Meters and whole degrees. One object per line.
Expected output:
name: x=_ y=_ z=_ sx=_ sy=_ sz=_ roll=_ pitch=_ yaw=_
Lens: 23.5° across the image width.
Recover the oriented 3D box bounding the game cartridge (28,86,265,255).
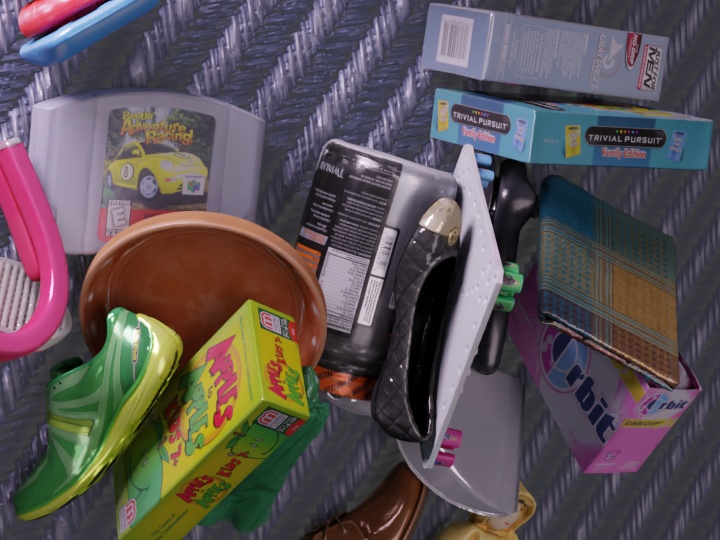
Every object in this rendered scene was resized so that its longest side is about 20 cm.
game cartridge: x=-0.170 y=-0.079 z=1.388 sx=0.198 sy=0.041 sz=0.135 roll=0 pitch=99 yaw=-32

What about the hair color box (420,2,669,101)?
hair color box: x=0.163 y=-0.192 z=1.526 sx=0.198 sy=0.099 sz=0.061 roll=2 pitch=101 yaw=-32

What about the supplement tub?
supplement tub: x=0.000 y=0.000 z=1.461 sx=0.122 sy=0.122 sz=0.202 roll=13 pitch=96 yaw=-33

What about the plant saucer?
plant saucer: x=-0.125 y=0.034 z=1.387 sx=0.198 sy=0.032 sz=0.202 roll=2 pitch=129 yaw=2

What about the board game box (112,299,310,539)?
board game box: x=-0.123 y=0.126 z=1.370 sx=0.047 sy=0.102 sz=0.200 roll=23 pitch=127 yaw=-32

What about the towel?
towel: x=0.215 y=0.007 z=1.510 sx=0.146 sy=0.201 sz=0.022 roll=28 pitch=127 yaw=-13

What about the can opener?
can opener: x=0.123 y=-0.005 z=1.573 sx=0.078 sy=0.063 sz=0.202 roll=4 pitch=94 yaw=12

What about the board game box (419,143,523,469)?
board game box: x=0.082 y=0.030 z=1.441 sx=0.026 sy=0.201 sz=0.201 roll=10 pitch=123 yaw=-12

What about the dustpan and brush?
dustpan and brush: x=0.057 y=0.135 z=1.563 sx=0.199 sy=0.057 sz=0.141 roll=26 pitch=58 yaw=-34

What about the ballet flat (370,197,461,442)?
ballet flat: x=0.056 y=0.041 z=1.401 sx=0.066 sy=0.056 sz=0.202 roll=-1 pitch=106 yaw=-51

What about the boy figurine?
boy figurine: x=0.114 y=0.285 z=1.643 sx=0.124 sy=0.064 sz=0.202 roll=22 pitch=94 yaw=-31

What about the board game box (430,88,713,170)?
board game box: x=0.186 y=-0.125 z=1.527 sx=0.198 sy=0.151 sz=0.047 roll=0 pitch=102 yaw=-32

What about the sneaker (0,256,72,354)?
sneaker: x=-0.318 y=0.046 z=1.313 sx=0.200 sy=0.104 sz=0.076 roll=-2 pitch=63 yaw=-57

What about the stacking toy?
stacking toy: x=-0.237 y=-0.262 z=1.272 sx=0.109 sy=0.116 sz=0.201 roll=-34 pitch=104 yaw=-20

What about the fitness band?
fitness band: x=-0.285 y=-0.031 z=1.269 sx=0.143 sy=0.037 sz=0.202 roll=-26 pitch=95 yaw=-58

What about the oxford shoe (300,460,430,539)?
oxford shoe: x=-0.011 y=0.244 z=1.552 sx=0.071 sy=0.071 sz=0.200 roll=44 pitch=78 yaw=-23

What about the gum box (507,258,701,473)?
gum box: x=0.210 y=0.068 z=1.557 sx=0.066 sy=0.201 sz=0.114 roll=3 pitch=134 yaw=-33

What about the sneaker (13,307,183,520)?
sneaker: x=-0.219 y=0.113 z=1.383 sx=0.083 sy=0.074 sz=0.201 roll=38 pitch=102 yaw=4

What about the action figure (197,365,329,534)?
action figure: x=-0.084 y=0.144 z=1.424 sx=0.117 sy=0.055 sz=0.200 roll=4 pitch=141 yaw=-36
